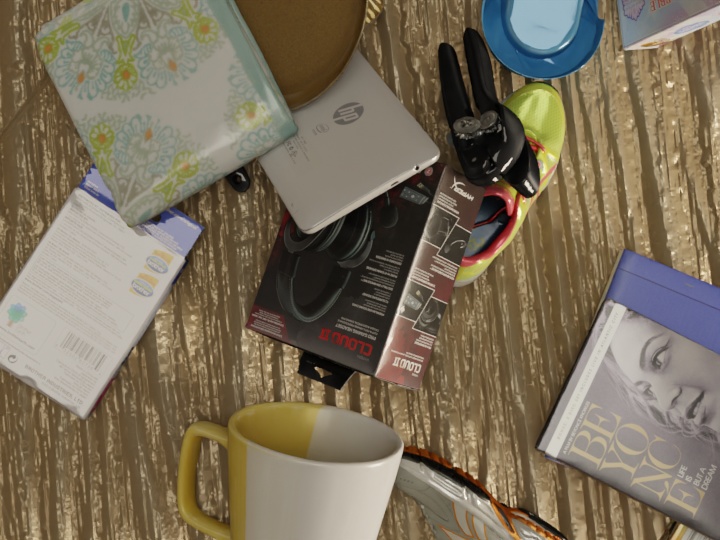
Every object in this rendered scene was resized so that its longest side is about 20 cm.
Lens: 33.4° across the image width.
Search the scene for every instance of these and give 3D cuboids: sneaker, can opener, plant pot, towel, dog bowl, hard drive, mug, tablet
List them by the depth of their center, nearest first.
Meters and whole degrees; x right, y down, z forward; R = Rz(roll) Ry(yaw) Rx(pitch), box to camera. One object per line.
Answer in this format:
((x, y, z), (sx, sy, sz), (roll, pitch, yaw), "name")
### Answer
((-0.027, -0.119, 1.020), (0.129, 0.200, 0.014), (-30, 134, -3), "tablet")
((0.097, -0.139, 1.026), (0.063, 0.079, 0.201), (-25, 45, 9), "can opener")
((-0.168, -0.163, 1.029), (0.170, 0.048, 0.201), (-29, 81, 7), "towel")
((-0.056, 0.203, 1.030), (0.148, 0.186, 0.155), (0, 104, -33), "mug")
((-0.077, -0.238, 1.046), (0.198, 0.027, 0.202), (3, 97, 26), "plant pot")
((0.090, 0.233, 1.055), (0.199, 0.076, 0.092), (33, 94, 1), "sneaker")
((0.128, -0.076, 1.056), (0.078, 0.090, 0.201), (26, 86, -1), "sneaker")
((0.169, -0.267, 1.083), (0.110, 0.050, 0.202), (11, 86, -2), "dog bowl")
((0.262, 0.099, 1.088), (0.131, 0.025, 0.202), (22, 87, -2), "hard drive")

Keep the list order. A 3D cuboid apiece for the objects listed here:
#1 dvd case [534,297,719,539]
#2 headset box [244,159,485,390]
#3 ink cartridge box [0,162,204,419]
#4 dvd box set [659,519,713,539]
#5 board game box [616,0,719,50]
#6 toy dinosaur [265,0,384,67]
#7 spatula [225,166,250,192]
((0.274, 0.136, 1.064), (0.199, 0.016, 0.150), (27, 87, 0), "dvd case")
((0.000, 0.000, 1.020), (0.148, 0.077, 0.202), (18, 86, 36), "headset box")
((-0.237, 0.015, 1.061), (0.119, 0.042, 0.201), (32, 89, -1), "ink cartridge box")
((0.378, 0.209, 1.087), (0.146, 0.029, 0.201), (32, 86, -1), "dvd box set")
((0.277, -0.309, 1.016), (0.041, 0.200, 0.202), (-7, 89, -20), "board game box")
((-0.029, -0.254, 1.068), (0.199, 0.058, 0.102), (-34, 88, -6), "toy dinosaur")
((-0.158, -0.155, 1.076), (0.056, 0.021, 0.201), (-34, 95, 24), "spatula")
